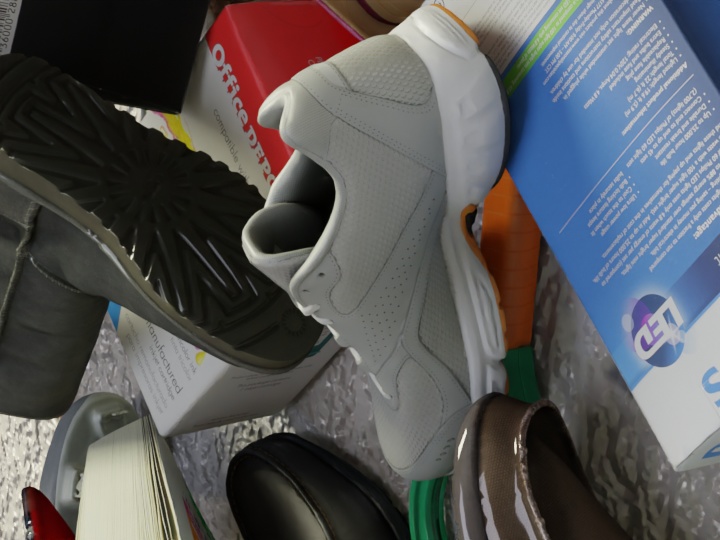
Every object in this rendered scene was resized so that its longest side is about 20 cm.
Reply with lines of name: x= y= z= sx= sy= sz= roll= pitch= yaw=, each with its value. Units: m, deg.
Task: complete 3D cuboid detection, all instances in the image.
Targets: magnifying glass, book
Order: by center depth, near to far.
magnifying glass: x=0.054 y=0.047 z=0.915 sx=0.079 sy=0.022 sz=0.202 roll=22 pitch=115 yaw=49
book: x=-0.068 y=0.150 z=0.958 sx=0.134 sy=0.048 sz=0.200 roll=63 pitch=179 yaw=-14

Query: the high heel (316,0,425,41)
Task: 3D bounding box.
high heel: x=-0.016 y=-0.126 z=0.842 sx=0.067 sy=0.200 sz=0.097 roll=-28 pitch=65 yaw=14

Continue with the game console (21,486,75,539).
game console: x=-0.116 y=0.216 z=0.981 sx=0.118 sy=0.172 sz=0.201 roll=-12 pitch=117 yaw=54

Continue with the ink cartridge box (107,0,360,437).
ink cartridge box: x=-0.036 y=-0.032 z=0.975 sx=0.200 sy=0.067 sz=0.117 roll=-48 pitch=60 yaw=44

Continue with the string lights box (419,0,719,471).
string lights box: x=0.105 y=-0.045 z=0.800 sx=0.103 sy=0.059 sz=0.201 roll=-52 pitch=57 yaw=43

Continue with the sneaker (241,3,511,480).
sneaker: x=0.000 y=0.000 z=0.858 sx=0.076 sy=0.091 sz=0.201 roll=48 pitch=150 yaw=48

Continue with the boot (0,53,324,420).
boot: x=-0.113 y=0.017 z=0.963 sx=0.182 sy=0.073 sz=0.200 roll=40 pitch=142 yaw=7

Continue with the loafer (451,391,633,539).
loafer: x=0.098 y=0.131 z=0.842 sx=0.071 sy=0.073 sz=0.201 roll=-27 pitch=84 yaw=25

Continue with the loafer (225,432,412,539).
loafer: x=-0.008 y=0.146 z=0.968 sx=0.200 sy=0.072 sz=0.073 roll=51 pitch=133 yaw=34

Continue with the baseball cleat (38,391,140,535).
baseball cleat: x=-0.139 y=0.157 z=1.138 sx=0.106 sy=0.069 sz=0.202 roll=3 pitch=98 yaw=51

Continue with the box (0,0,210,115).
box: x=-0.143 y=-0.170 z=0.991 sx=0.200 sy=0.123 sz=0.150 roll=43 pitch=120 yaw=59
